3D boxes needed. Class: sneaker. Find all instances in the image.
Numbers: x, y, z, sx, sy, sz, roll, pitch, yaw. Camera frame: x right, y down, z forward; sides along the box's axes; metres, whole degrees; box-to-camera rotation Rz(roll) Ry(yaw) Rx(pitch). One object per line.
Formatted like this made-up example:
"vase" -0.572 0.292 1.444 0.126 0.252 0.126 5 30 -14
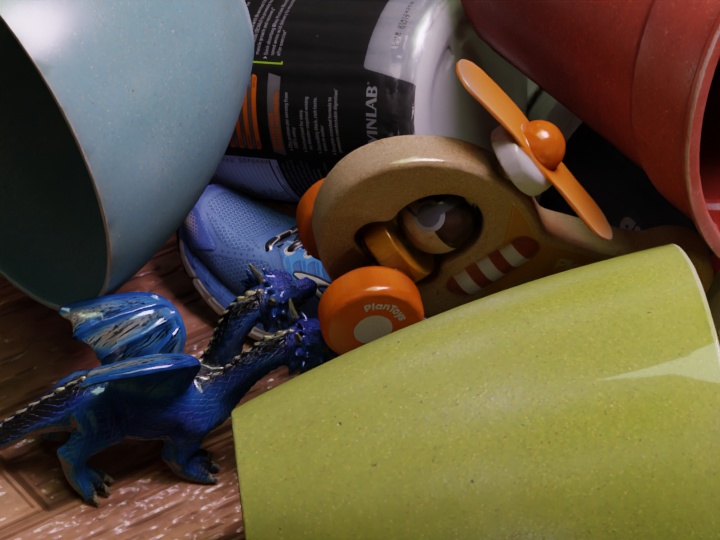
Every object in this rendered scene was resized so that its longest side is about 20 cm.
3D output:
"sneaker" 0.000 0.000 1.181 0.199 0.090 0.079 26 38 17

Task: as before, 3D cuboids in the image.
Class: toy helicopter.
"toy helicopter" 0.076 -0.021 1.083 0.199 0.133 0.079 11 41 -23

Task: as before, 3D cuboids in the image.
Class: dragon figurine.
"dragon figurine" -0.105 0.048 1.078 0.199 0.100 0.059 -3 40 -21

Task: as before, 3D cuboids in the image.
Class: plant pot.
"plant pot" 0.048 0.094 1.028 0.199 0.188 0.188 -7 39 -2
"plant pot" -0.130 -0.100 1.129 0.135 0.201 0.200 -34 57 -28
"plant pot" 0.159 -0.128 1.108 0.200 0.202 0.195 -16 36 -33

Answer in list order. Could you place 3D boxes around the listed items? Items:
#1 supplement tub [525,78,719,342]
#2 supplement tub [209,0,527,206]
"supplement tub" 0.171 -0.028 1.227 0.140 0.141 0.200 -13 44 -31
"supplement tub" -0.026 -0.094 1.229 0.199 0.123 0.122 8 31 32
